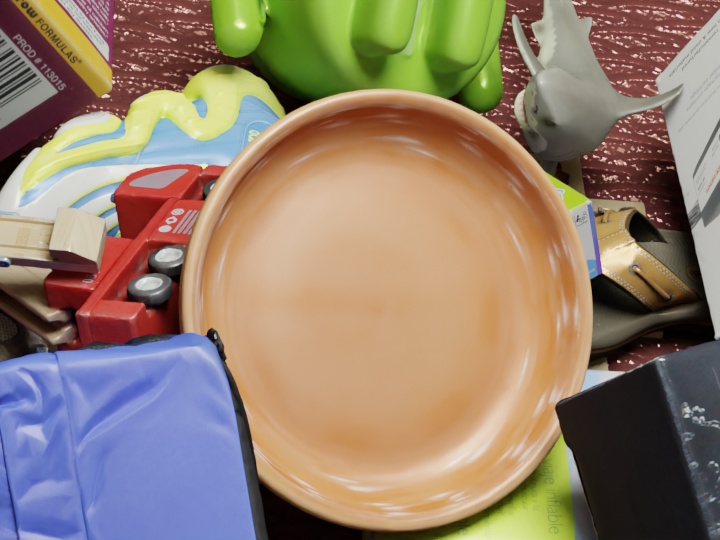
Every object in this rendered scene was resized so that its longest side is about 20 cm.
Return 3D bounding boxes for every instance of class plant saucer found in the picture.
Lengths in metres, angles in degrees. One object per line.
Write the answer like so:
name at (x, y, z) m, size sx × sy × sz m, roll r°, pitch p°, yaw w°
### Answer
plant saucer at (0.010, 0.019, 1.056) m, size 0.199 × 0.037 × 0.201 m, roll 2°, pitch 85°, yaw -20°

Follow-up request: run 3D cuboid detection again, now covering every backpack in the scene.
backpack at (-0.122, 0.115, 0.947) m, size 0.167 × 0.200 × 0.163 m, roll -4°, pitch 79°, yaw -10°

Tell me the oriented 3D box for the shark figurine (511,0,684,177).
shark figurine at (0.130, -0.113, 1.257) m, size 0.089 × 0.129 × 0.215 m, roll -8°, pitch 38°, yaw 11°

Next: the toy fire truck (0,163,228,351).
toy fire truck at (-0.142, 0.012, 1.071) m, size 0.140 × 0.049 × 0.200 m, roll 5°, pitch 33°, yaw 19°

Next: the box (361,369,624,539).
box at (0.100, 0.103, 1.109) m, size 0.199 × 0.048 × 0.122 m, roll 4°, pitch 46°, yaw -5°

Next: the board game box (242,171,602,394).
board game box at (0.000, 0.000, 1.147) m, size 0.199 × 0.045 × 0.134 m, roll -27°, pitch 36°, yaw -21°

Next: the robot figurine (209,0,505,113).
robot figurine at (0.003, -0.147, 1.256) m, size 0.175 × 0.116 × 0.200 m, roll 8°, pitch 2°, yaw -25°

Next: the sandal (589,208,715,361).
sandal at (0.148, 0.001, 1.202) m, size 0.199 × 0.055 × 0.082 m, roll -1°, pitch 47°, yaw -21°

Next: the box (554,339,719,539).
box at (0.217, 0.119, 1.010) m, size 0.199 × 0.117 × 0.198 m, roll -13°, pitch 81°, yaw -21°

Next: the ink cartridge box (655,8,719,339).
ink cartridge box at (0.249, -0.035, 1.214) m, size 0.145 × 0.084 × 0.201 m, roll 21°, pitch 40°, yaw -25°

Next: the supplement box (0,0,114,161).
supplement box at (-0.206, -0.167, 1.224) m, size 0.103 × 0.131 × 0.200 m, roll -30°, pitch 33°, yaw 17°

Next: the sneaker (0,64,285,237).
sneaker at (-0.096, -0.039, 1.196) m, size 0.105 × 0.076 × 0.200 m, roll 36°, pitch 50°, yaw 23°

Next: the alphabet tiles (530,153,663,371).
alphabet tiles at (0.060, -0.007, 1.241) m, size 0.199 × 0.006 × 0.167 m, roll 4°, pitch 45°, yaw -6°

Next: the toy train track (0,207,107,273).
toy train track at (-0.214, -0.026, 1.035) m, size 0.199 × 0.033 × 0.115 m, roll 6°, pitch 57°, yaw 4°

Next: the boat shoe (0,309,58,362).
boat shoe at (-0.234, 0.007, 1.129) m, size 0.202 × 0.075 × 0.075 m, roll 24°, pitch 52°, yaw 13°
